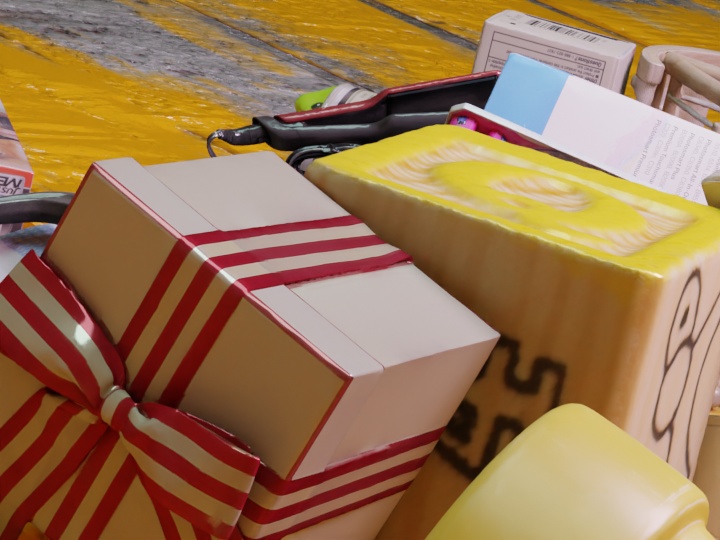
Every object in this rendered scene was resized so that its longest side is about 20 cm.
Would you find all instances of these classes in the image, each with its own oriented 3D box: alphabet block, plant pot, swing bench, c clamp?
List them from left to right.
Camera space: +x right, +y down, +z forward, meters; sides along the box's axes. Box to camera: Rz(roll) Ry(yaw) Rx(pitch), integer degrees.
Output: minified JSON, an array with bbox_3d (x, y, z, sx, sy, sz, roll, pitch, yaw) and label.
[{"bbox_3d":[-0.204,-0.005,1.678,0.170,0.027,0.200,-6,24,-12],"label":"c clamp"},{"bbox_3d":[0.071,0.053,1.497,0.196,0.201,0.195,18,14,18],"label":"alphabet block"},{"bbox_3d":[0.100,0.183,1.082,0.189,0.201,0.201,34,20,15],"label":"plant pot"},{"bbox_3d":[0.238,-0.034,1.981,0.129,0.200,0.200,1,18,-39],"label":"swing bench"}]

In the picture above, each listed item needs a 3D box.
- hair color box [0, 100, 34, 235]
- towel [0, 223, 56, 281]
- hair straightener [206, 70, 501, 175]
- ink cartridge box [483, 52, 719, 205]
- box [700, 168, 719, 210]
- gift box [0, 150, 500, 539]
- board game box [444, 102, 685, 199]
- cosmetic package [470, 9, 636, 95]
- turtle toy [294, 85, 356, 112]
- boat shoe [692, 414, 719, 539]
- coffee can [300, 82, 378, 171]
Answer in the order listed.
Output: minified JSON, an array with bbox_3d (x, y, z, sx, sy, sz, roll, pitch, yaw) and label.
[{"bbox_3d":[-0.287,-0.074,1.929,0.110,0.064,0.200,10,16,-17],"label":"hair color box"},{"bbox_3d":[-0.152,-0.006,1.743,0.199,0.024,0.147,-17,25,-30],"label":"towel"},{"bbox_3d":[0.003,-0.080,1.823,0.199,0.041,0.077,-5,51,-9],"label":"hair straightener"},{"bbox_3d":[0.155,-0.017,1.739,0.199,0.126,0.129,23,-22,10],"label":"ink cartridge box"},{"bbox_3d":[0.259,0.026,1.564,0.082,0.201,0.068,-30,17,-35],"label":"box"},{"bbox_3d":[-0.070,0.071,1.351,0.184,0.200,0.187,34,19,22],"label":"gift box"},{"bbox_3d":[0.115,0.019,1.656,0.199,0.200,0.026,24,46,4],"label":"board game box"},{"bbox_3d":[0.116,-0.069,2.004,0.103,0.201,0.087,17,14,10],"label":"cosmetic package"},{"bbox_3d":[0.039,-0.074,2.150,0.199,0.101,0.146,13,14,-1],"label":"turtle toy"},{"bbox_3d":[0.190,0.111,1.604,0.199,0.073,0.062,6,7,39],"label":"boat shoe"},{"bbox_3d":[0.063,-0.027,1.904,0.199,0.147,0.146,16,15,13],"label":"coffee can"}]
